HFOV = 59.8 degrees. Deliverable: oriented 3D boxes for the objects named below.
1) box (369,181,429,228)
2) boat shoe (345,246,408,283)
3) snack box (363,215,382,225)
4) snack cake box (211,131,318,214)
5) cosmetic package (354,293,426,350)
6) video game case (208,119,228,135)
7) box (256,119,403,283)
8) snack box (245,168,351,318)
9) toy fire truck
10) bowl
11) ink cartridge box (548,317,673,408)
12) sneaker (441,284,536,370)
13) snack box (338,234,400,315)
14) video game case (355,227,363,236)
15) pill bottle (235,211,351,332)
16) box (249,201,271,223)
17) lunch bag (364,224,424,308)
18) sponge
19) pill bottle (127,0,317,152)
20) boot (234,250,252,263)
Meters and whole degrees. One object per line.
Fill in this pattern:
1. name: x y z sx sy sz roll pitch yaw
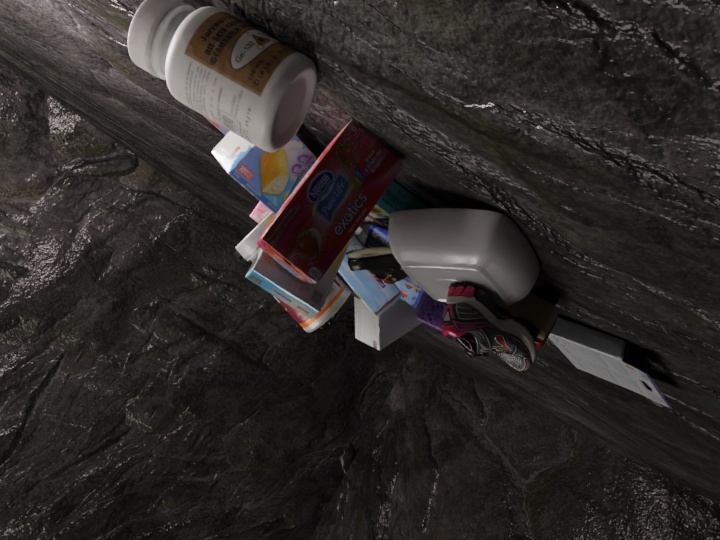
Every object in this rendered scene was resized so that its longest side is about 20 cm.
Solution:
1. box: 0.034 -0.112 0.983 0.199 0.050 0.082 35 172 -21
2. boat shoe: 0.051 -0.009 1.008 0.073 0.064 0.200 6 -175 37
3. snack box: -0.003 -0.117 1.190 0.072 0.025 0.199 38 172 -23
4. snack cake box: -0.130 -0.164 1.006 0.067 0.115 0.200 47 -177 34
5. cosmetic package: 0.079 0.081 1.409 0.080 0.115 0.198 23 -146 39
6. video game case: -0.193 -0.239 1.129 0.198 0.018 0.143 26 172 38
7. box: -0.045 -0.088 0.845 0.095 0.201 0.100 38 171 -11
8. snack box: -0.078 -0.044 0.936 0.115 0.202 0.037 33 146 -16
9. toy fire truck: 0.253 0.065 1.079 0.174 0.130 0.201 28 162 25
10. bowl: 0.147 -0.009 0.911 0.197 0.076 0.199 3 156 34
11. ink cartridge box: 0.452 0.163 1.127 0.199 0.041 0.199 24 169 44
12. sneaker: 0.184 0.099 0.923 0.199 0.076 0.080 36 155 -31
13. snack box: 0.000 0.000 1.159 0.169 0.067 0.200 51 178 5
14. video game case: -0.058 -0.116 1.265 0.142 0.018 0.200 38 180 -4
15. pill bottle: -0.120 0.001 1.112 0.200 0.114 0.114 48 170 -9
16. box: -0.122 -0.089 1.319 0.199 0.103 0.095 37 179 -1
17. lunch bag: 0.085 -0.028 1.263 0.149 0.095 0.201 33 161 9
18. sponge: 0.213 0.085 1.309 0.199 0.113 0.030 23 173 47
19. pill bottle: -0.159 -0.232 0.720 0.198 0.116 0.114 30 173 7
20. boot: -0.151 -0.013 1.245 0.197 0.073 0.163 -27 105 46
